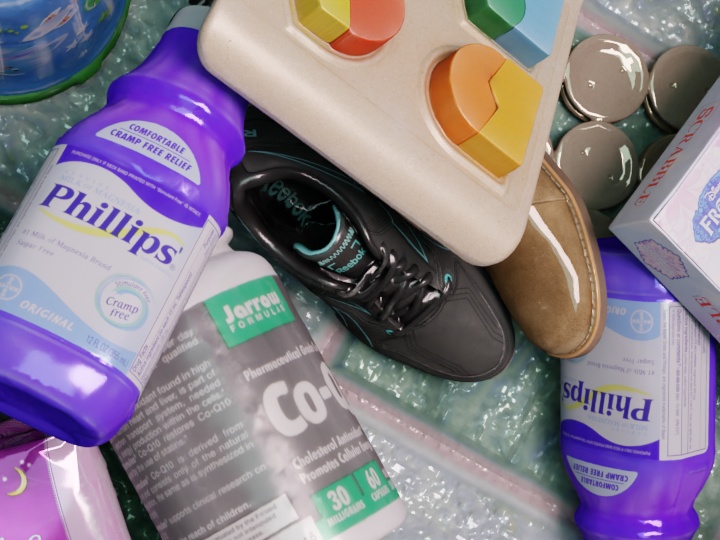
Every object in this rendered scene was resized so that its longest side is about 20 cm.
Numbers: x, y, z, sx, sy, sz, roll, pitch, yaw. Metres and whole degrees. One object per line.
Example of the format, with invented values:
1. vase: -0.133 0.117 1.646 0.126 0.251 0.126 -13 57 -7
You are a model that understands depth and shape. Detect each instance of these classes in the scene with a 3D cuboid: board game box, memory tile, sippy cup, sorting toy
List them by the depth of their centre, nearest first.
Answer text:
1. sorting toy: 0.031 -0.129 0.734 0.185 0.036 0.200 35 56 -23
2. sippy cup: -0.177 -0.159 0.754 0.140 0.130 0.178 44 80 -5
3. board game box: 0.253 -0.029 0.788 0.200 0.041 0.200 44 70 -14
4. memory tile: 0.105 -0.061 0.855 0.199 0.017 0.154 8 85 -10

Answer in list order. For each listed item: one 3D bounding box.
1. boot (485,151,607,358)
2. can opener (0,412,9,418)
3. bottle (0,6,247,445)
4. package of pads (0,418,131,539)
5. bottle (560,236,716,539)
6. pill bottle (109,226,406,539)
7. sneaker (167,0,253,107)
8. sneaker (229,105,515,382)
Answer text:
1. boot: 0.060 -0.043 0.789 0.075 0.074 0.200 -16 80 -45
2. can opener: -0.224 0.065 0.705 0.200 0.063 0.079 -38 136 -26
3. bottle: -0.102 -0.026 0.679 0.083 0.065 0.200 27 66 -4
4. package of pads: -0.160 0.176 0.752 0.120 0.076 0.201 -19 96 -12
5. bottle: 0.146 0.084 0.816 0.065 0.083 0.201 -8 101 -39
6. pill bottle: -0.072 0.062 0.760 0.113 0.113 0.200 -29 84 -11
7. sneaker: -0.004 -0.153 0.820 0.200 0.078 0.090 -40 108 -9
8. sneaker: 0.000 0.000 0.785 0.200 0.079 0.075 37 102 -16
